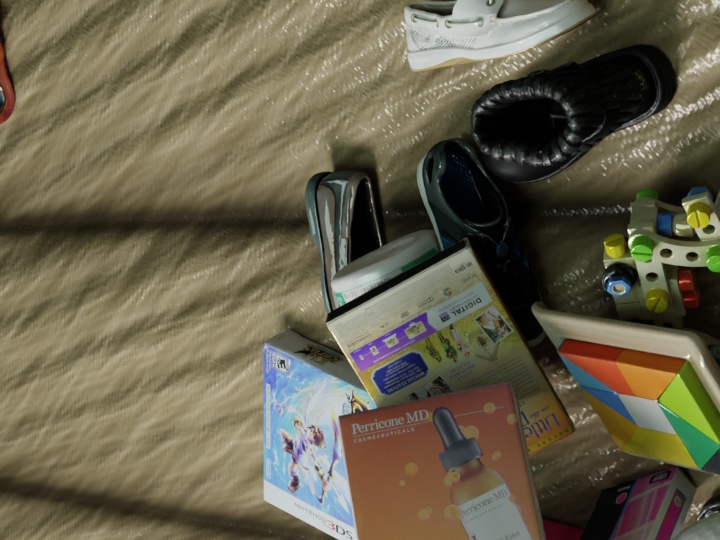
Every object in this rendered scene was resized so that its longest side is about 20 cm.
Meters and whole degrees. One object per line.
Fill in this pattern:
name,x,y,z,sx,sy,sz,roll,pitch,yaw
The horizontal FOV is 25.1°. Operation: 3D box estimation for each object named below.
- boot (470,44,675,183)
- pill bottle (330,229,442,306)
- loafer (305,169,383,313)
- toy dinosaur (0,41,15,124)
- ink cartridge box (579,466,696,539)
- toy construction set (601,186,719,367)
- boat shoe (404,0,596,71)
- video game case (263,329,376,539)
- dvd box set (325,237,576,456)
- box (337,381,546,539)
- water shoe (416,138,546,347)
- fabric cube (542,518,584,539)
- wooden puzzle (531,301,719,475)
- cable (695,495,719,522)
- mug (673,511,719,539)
boot,0.138,-0.115,1.311,0.211,0.157,0.080,-31,87,47
pill bottle,0.062,0.073,1.503,0.113,0.113,0.201,-19,99,46
loafer,0.000,0.000,1.566,0.063,0.072,0.201,-8,102,39
toy dinosaur,-0.440,-0.259,1.850,0.199,0.105,0.182,-25,112,35
ink cartridge box,0.218,0.259,1.389,0.037,0.200,0.095,45,138,-16
toy construction set,0.266,0.015,1.312,0.130,0.092,0.201,-7,114,19
boat shoe,0.107,-0.215,1.356,0.199,0.071,0.070,-5,108,46
video game case,-0.024,0.185,1.694,0.181,0.045,0.201,21,123,34
dvd box set,0.081,0.090,1.426,0.146,0.029,0.201,-29,105,10
box,0.075,0.212,1.347,0.151,0.106,0.201,-13,73,6
water shoe,0.108,-0.021,1.432,0.201,0.071,0.079,62,169,2
fabric cube,0.130,0.358,1.519,0.199,0.200,0.197,11,116,39
wooden puzzle,0.242,0.110,1.334,0.200,0.037,0.185,15,147,52
cable,0.306,0.296,1.430,0.097,0.050,0.201,33,129,22
mug,0.323,0.262,1.291,0.175,0.199,0.149,1,91,44
